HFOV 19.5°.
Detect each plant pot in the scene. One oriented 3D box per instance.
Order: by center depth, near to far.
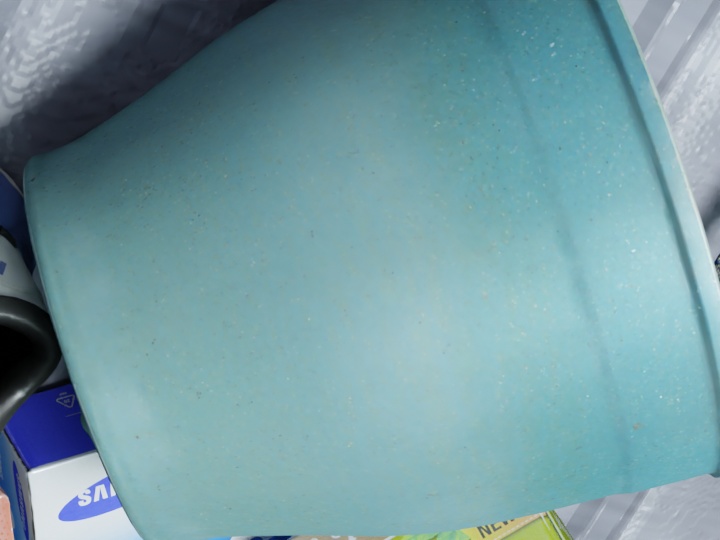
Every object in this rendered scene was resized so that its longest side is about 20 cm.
[{"bbox_3d":[0.000,0.000,0.675,0.188,0.200,0.200,-19,131,-1],"label":"plant pot"}]

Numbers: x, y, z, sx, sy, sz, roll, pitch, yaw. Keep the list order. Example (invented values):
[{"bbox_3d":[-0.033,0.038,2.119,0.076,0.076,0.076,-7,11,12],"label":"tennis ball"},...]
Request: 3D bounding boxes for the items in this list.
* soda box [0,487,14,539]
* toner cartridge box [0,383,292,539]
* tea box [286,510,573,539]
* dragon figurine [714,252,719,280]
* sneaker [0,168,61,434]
[{"bbox_3d":[-0.157,0.156,0.751,0.068,0.064,0.200,-14,119,-23],"label":"soda box"},{"bbox_3d":[-0.035,0.072,0.796,0.200,0.043,0.095,-16,128,-22],"label":"toner cartridge box"},{"bbox_3d":[0.023,0.200,0.773,0.200,0.197,0.134,-32,150,2],"label":"tea box"},{"bbox_3d":[0.187,-0.050,0.834,0.200,0.059,0.099,-30,132,-11],"label":"dragon figurine"},{"bbox_3d":[-0.177,0.034,0.633,0.199,0.115,0.081,-19,128,-19],"label":"sneaker"}]
